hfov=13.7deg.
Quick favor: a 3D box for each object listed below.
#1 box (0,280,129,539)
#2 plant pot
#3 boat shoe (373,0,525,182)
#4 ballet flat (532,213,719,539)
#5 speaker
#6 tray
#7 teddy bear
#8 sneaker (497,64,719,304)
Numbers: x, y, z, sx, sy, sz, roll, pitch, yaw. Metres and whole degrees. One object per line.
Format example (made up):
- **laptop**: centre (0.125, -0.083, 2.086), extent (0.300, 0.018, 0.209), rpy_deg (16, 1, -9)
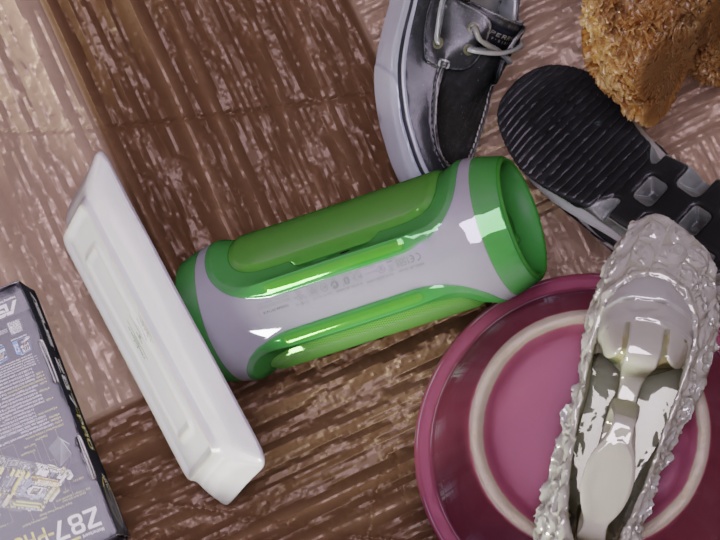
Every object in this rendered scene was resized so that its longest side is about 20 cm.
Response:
- **box**: centre (-0.254, 0.117, 1.724), extent (0.200, 0.049, 0.162), rpy_deg (-23, 80, 1)
- **plant pot**: centre (0.125, 0.094, 1.632), extent (0.199, 0.179, 0.201), rpy_deg (-1, 82, 5)
- **boat shoe**: centre (0.057, -0.139, 1.710), extent (0.071, 0.072, 0.201), rpy_deg (-4, 79, 41)
- **ballet flat**: centre (0.138, 0.067, 1.512), extent (0.072, 0.072, 0.200), rpy_deg (14, 83, 6)
- **speaker**: centre (0.000, 0.000, 1.681), extent (0.200, 0.088, 0.089), rpy_deg (-18, 81, 18)
- **tray**: centre (-0.118, 0.037, 1.694), extent (0.022, 0.107, 0.200), rpy_deg (-25, 81, -22)
- **teddy bear**: centre (0.192, -0.172, 1.690), extent (0.067, 0.145, 0.200), rpy_deg (31, 82, 34)
- **sneaker**: centre (0.155, -0.038, 1.705), extent (0.074, 0.089, 0.200), rpy_deg (-41, 56, -7)
